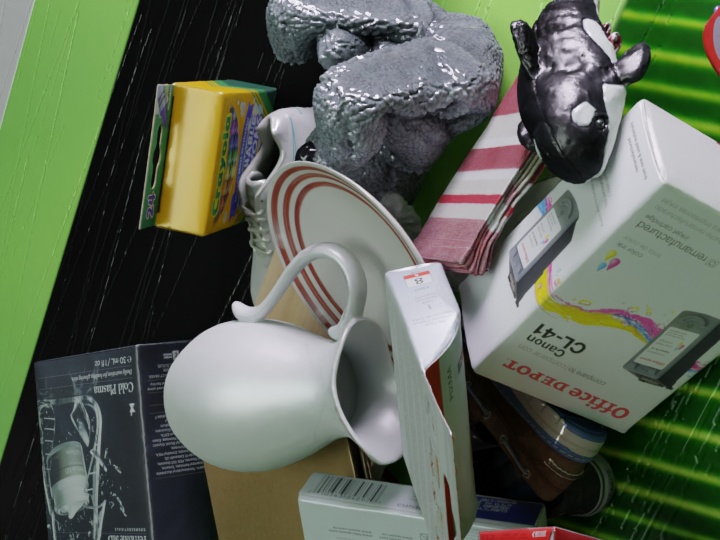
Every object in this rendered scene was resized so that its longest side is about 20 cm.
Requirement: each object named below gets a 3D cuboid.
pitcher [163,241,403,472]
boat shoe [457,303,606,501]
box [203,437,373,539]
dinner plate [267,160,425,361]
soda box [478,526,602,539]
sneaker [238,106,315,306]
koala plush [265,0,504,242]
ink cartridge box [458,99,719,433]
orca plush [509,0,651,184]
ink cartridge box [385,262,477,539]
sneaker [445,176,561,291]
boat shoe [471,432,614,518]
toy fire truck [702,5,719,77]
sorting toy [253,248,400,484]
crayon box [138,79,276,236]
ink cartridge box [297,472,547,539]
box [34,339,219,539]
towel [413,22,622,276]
[{"bbox_3d":[-0.064,0.071,1.083,0.198,0.121,0.174,-8,92,38],"label":"pitcher"},{"bbox_3d":[0.102,0.094,1.030,0.073,0.072,0.200,-60,34,15],"label":"boat shoe"},{"bbox_3d":[-0.067,0.171,1.188,0.199,0.021,0.166,-25,73,44],"label":"box"},{"bbox_3d":[0.000,0.000,1.061,0.199,0.024,0.202,36,146,29],"label":"dinner plate"},{"bbox_3d":[0.165,0.219,0.910,0.069,0.198,0.064,-15,63,45],"label":"soda box"},{"bbox_3d":[-0.081,-0.055,1.262,0.070,0.080,0.203,25,109,41],"label":"sneaker"},{"bbox_3d":[0.016,-0.111,1.123,0.202,0.181,0.178,103,151,-42],"label":"koala plush"},{"bbox_3d":[0.183,0.005,0.921,0.200,0.146,0.086,-49,30,35],"label":"ink cartridge box"},{"bbox_3d":[0.134,-0.151,0.899,0.104,0.071,0.202,-15,47,47],"label":"orca plush"},{"bbox_3d":[0.062,0.111,0.915,0.201,0.049,0.164,-115,16,-59],"label":"ink cartridge box"},{"bbox_3d":[0.102,0.001,1.071,0.199,0.072,0.086,-29,76,47],"label":"sneaker"},{"bbox_3d":[0.103,0.161,1.075,0.198,0.066,0.071,7,96,46],"label":"boat shoe"},{"bbox_3d":[0.280,-0.226,0.896,0.201,0.048,0.142,-55,53,32],"label":"toy fire truck"},{"bbox_3d":[-0.025,0.111,1.209,0.199,0.069,0.202,42,120,38],"label":"sorting toy"},{"bbox_3d":[-0.133,-0.104,1.236,0.051,0.200,0.128,12,101,12],"label":"crayon box"},{"bbox_3d":[0.057,0.261,1.074,0.197,0.041,0.203,5,118,23],"label":"ink cartridge box"},{"bbox_3d":[-0.225,0.178,1.387,0.198,0.123,0.200,-12,84,46],"label":"box"},{"bbox_3d":[0.109,-0.086,1.000,0.201,0.023,0.144,-58,14,-5],"label":"towel"}]
